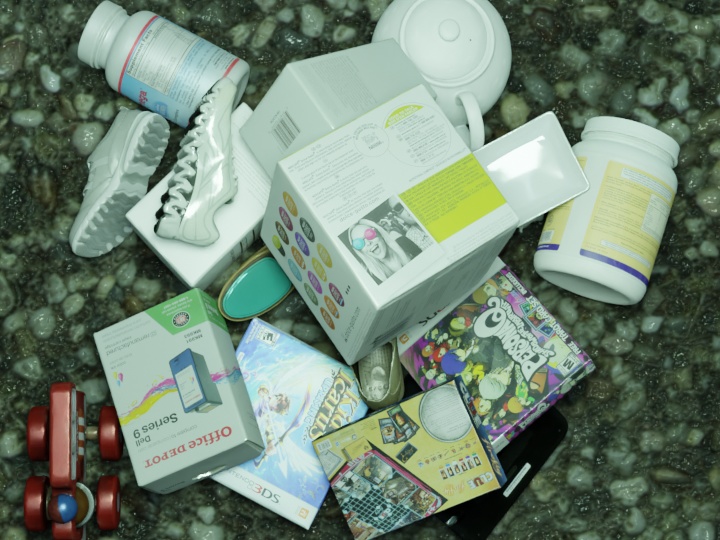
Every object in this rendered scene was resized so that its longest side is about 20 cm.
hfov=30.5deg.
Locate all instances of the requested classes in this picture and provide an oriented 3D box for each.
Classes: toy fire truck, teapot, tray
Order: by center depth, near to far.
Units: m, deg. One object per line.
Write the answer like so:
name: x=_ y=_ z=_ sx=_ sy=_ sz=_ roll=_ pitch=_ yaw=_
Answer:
toy fire truck: x=-0.343 y=0.235 z=1.549 sx=0.110 sy=0.168 sz=0.203 roll=1 pitch=82 yaw=-3
tray: x=0.169 y=-0.100 z=1.608 sx=0.198 sy=0.022 sz=0.108 roll=-27 pitch=81 yaw=9
teapot: x=0.105 y=-0.274 z=1.652 sx=0.198 sy=0.146 sz=0.199 roll=30 pitch=82 yaw=0

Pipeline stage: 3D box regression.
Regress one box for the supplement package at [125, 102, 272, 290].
supplement package: x=-0.173 y=-0.084 z=1.624 sx=0.200 sy=0.120 sz=0.121 roll=-44 pitch=88 yaw=-8

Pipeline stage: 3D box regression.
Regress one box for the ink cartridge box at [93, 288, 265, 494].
ink cartridge box: x=-0.215 y=0.145 z=1.576 sx=0.144 sy=0.088 sz=0.202 roll=-22 pitch=72 yaw=6

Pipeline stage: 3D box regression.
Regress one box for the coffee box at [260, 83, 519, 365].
coffee box: x=0.026 y=-0.050 z=1.489 sx=0.199 sy=0.200 sz=0.199 roll=-31 pitch=77 yaw=-20

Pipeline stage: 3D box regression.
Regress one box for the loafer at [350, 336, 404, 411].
loafer: x=0.012 y=0.071 z=1.587 sx=0.075 sy=0.067 sz=0.203 roll=-17 pitch=91 yaw=2

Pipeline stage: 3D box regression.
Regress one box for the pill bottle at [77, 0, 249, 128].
pill bottle: x=-0.246 y=-0.253 z=1.648 sx=0.198 sy=0.109 sz=0.110 roll=28 pitch=82 yaw=1

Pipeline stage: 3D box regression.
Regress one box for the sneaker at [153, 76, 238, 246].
sneaker: x=-0.176 y=-0.125 z=1.539 sx=0.080 sy=0.075 sz=0.203 roll=19 pitch=83 yaw=-14

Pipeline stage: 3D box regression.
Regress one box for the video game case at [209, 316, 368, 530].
video game case: x=-0.098 y=0.188 z=1.632 sx=0.180 sy=0.045 sz=0.202 roll=27 pitch=82 yaw=-1

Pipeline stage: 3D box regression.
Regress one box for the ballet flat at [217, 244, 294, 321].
ballet flat: x=-0.099 y=-0.010 z=1.649 sx=0.199 sy=0.063 sz=0.069 roll=-38 pitch=111 yaw=-11

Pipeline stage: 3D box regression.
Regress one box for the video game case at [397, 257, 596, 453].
video game case: x=0.156 y=0.103 z=1.610 sx=0.181 sy=0.036 sz=0.200 roll=-40 pitch=58 yaw=1

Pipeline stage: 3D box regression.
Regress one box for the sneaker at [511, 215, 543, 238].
sneaker: x=0.183 y=-0.071 z=1.666 sx=0.088 sy=0.074 sz=0.201 roll=32 pitch=82 yaw=3

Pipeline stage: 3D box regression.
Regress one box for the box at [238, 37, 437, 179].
box: x=-0.025 y=-0.186 z=1.566 sx=0.199 sy=0.124 sz=0.098 roll=-23 pitch=72 yaw=-47

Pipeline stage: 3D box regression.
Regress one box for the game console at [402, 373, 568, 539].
game console: x=0.130 y=0.207 z=1.656 sx=0.176 sy=0.116 sz=0.201 roll=44 pitch=82 yaw=-28

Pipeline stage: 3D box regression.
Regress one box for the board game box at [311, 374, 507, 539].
board game box: x=0.056 y=0.224 z=1.557 sx=0.198 sy=0.035 sz=0.137 roll=-25 pitch=88 yaw=21

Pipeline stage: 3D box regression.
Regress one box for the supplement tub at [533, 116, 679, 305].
supplement tub: x=0.308 y=-0.073 z=1.638 sx=0.144 sy=0.145 sz=0.202 roll=20 pitch=82 yaw=-1

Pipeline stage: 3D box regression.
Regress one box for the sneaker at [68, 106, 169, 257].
sneaker: x=-0.311 y=-0.111 z=1.657 sx=0.082 sy=0.075 sz=0.202 roll=26 pitch=86 yaw=36
